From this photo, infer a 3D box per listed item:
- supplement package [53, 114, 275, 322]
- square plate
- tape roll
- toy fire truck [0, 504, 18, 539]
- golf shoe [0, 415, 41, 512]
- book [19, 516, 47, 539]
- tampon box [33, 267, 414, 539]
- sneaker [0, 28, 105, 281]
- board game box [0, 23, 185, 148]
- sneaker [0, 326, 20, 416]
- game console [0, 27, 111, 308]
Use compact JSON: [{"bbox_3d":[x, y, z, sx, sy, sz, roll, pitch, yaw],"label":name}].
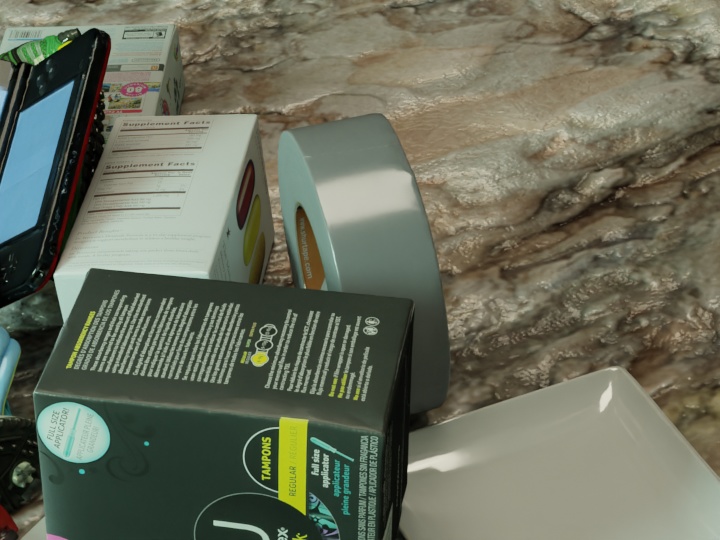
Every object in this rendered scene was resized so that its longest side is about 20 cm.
[{"bbox_3d":[-0.134,-0.014,1.440,0.109,0.114,0.200,0,37,9],"label":"supplement package"},{"bbox_3d":[0.121,0.149,1.259,0.200,0.028,0.198,-17,38,-16],"label":"square plate"},{"bbox_3d":[0.000,0.000,1.332,0.066,0.200,0.200,-11,37,-10],"label":"tape roll"},{"bbox_3d":[-0.285,0.205,1.183,0.141,0.049,0.200,-42,3,13],"label":"toy fire truck"},{"bbox_3d":[-0.298,0.136,1.293,0.200,0.077,0.088,-24,33,-25],"label":"golf shoe"},{"bbox_3d":[-0.139,0.188,1.231,0.134,0.048,0.200,16,38,23],"label":"book"},{"bbox_3d":[-0.076,0.101,1.189,0.200,0.150,0.126,5,35,7],"label":"tampon box"},{"bbox_3d":[-0.233,-0.080,1.517,0.085,0.078,0.200,-13,67,8],"label":"sneaker"},{"bbox_3d":[-0.228,-0.124,1.646,0.147,0.064,0.200,-2,36,4],"label":"board game box"},{"bbox_3d":[-0.307,0.100,1.345,0.200,0.131,0.080,-47,19,2],"label":"sneaker"},{"bbox_3d":[-0.279,-0.080,1.410,0.172,0.119,0.200,-20,53,52],"label":"game console"}]
